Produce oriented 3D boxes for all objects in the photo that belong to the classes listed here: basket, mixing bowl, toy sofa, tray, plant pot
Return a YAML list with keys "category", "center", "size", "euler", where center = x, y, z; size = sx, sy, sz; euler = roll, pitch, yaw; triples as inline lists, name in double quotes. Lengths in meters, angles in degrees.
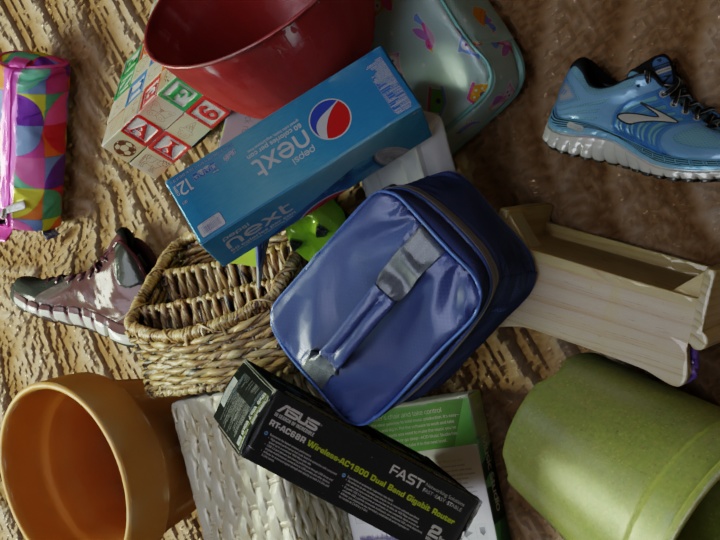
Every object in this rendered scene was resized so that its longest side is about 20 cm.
- category: "basket"
  center: [-0.080, 0.193, 1.361]
  size: [0.135, 0.123, 0.200]
  euler: [-14, 92, 38]
- category: "mixing bowl"
  center: [-0.063, -0.196, 1.152]
  size: [0.200, 0.200, 0.108]
  euler: [-4, 137, 37]
- category: "basket"
  center: [-0.125, 0.029, 1.315]
  size: [0.200, 0.143, 0.149]
  euler: [-10, 96, 36]
- category: "toy sofa"
  center: [0.203, 0.015, 1.140]
  size: [0.200, 0.083, 0.098]
  euler: [18, 107, 32]
- category: "tray"
  center: [0.041, -0.058, 1.218]
  size: [0.107, 0.022, 0.200]
  euler: [14, 141, 33]
- category: "plant pot"
  center: [-0.228, 0.188, 1.427]
  size: [0.200, 0.183, 0.200]
  euler: [12, 108, 39]
- category: "plant pot"
  center: [0.219, 0.162, 1.110]
  size: [0.184, 0.200, 0.201]
  euler: [34, 119, 39]

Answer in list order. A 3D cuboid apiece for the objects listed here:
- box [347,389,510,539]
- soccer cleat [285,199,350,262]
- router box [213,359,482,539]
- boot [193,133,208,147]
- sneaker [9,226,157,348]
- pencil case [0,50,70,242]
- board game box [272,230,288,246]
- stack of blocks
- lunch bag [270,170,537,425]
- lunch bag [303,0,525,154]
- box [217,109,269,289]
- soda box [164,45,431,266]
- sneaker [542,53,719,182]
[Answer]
- category: "box"
  center: [0.059, 0.216, 1.302]
  size: [0.144, 0.036, 0.200]
  euler: [-10, 95, 23]
- category: "soccer cleat"
  center: [0.000, 0.000, 1.272]
  size: [0.067, 0.081, 0.200]
  euler: [-21, 125, 22]
- category: "router box"
  center: [-0.015, 0.156, 1.177]
  size: [0.200, 0.150, 0.062]
  euler: [30, 88, -15]
- category: "boot"
  center: [-0.144, -0.200, 1.364]
  size: [0.200, 0.074, 0.076]
  euler: [-39, 64, 36]
- category: "sneaker"
  center: [-0.280, 0.004, 1.510]
  size: [0.200, 0.076, 0.116]
  euler: [15, 104, 22]
- category: "pencil case"
  center: [-0.356, -0.134, 1.522]
  size: [0.088, 0.088, 0.200]
  euler: [16, 108, 33]
- category: "board game box"
  center: [-0.081, -0.022, 1.379]
  size: [0.095, 0.030, 0.200]
  euler: [-14, 94, 37]
- category: "stack of blocks"
  center: [-0.160, -0.195, 1.275]
  size: [0.115, 0.059, 0.200]
  euler: [-35, 35, 38]
- category: "lunch bag"
  center: [0.024, 0.026, 1.127]
  size: [0.136, 0.132, 0.200]
  euler: [48, 118, 15]
- category: "lunch bag"
  center: [0.035, -0.195, 1.223]
  size: [0.160, 0.077, 0.200]
  euler: [-43, 73, 37]
- category: "box"
  center: [-0.092, -0.099, 1.249]
  size: [0.048, 0.200, 0.122]
  euler: [7, 145, 4]
- category: "soda box"
  center: [-0.046, -0.088, 1.111]
  size: [0.200, 0.068, 0.064]
  euler: [-32, 71, 1]
- category: "sneaker"
  center: [0.234, -0.120, 1.094]
  size: [0.200, 0.078, 0.090]
  euler: [17, 106, 33]
